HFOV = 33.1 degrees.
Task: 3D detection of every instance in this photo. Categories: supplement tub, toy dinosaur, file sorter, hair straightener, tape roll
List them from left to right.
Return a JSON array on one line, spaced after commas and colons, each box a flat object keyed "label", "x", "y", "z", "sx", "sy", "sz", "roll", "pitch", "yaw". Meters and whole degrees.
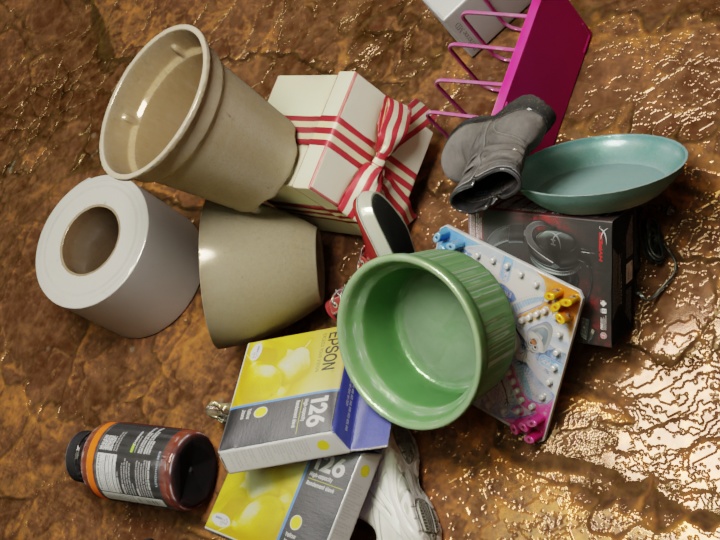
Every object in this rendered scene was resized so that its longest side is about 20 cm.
[{"label": "tape roll", "x": -0.344, "y": -0.019, "z": 1.734, "sx": 0.202, "sy": 0.139, "sz": 0.204, "roll": -11, "pitch": 65, "yaw": 26}, {"label": "supplement tub", "x": -0.297, "y": 0.256, "z": 1.612, "sx": 0.199, "sy": 0.107, "sz": 0.108, "roll": 2, "pitch": 71, "yaw": 31}, {"label": "toy dinosaur", "x": -0.105, "y": 0.155, "z": 1.584, "sx": 0.199, "sy": 0.047, "sz": 0.089, "roll": -8, "pitch": 69, "yaw": 22}, {"label": "file sorter", "x": 0.182, "y": -0.250, "z": 1.528, "sx": 0.125, "sy": 0.139, "sz": 0.201, "roll": 13, "pitch": 77, "yaw": 36}, {"label": "hair straightener", "x": 0.329, "y": -0.059, "z": 1.419, "sx": 0.077, "sy": 0.041, "sz": 0.201, "roll": -15, "pitch": 62, "yaw": 24}]

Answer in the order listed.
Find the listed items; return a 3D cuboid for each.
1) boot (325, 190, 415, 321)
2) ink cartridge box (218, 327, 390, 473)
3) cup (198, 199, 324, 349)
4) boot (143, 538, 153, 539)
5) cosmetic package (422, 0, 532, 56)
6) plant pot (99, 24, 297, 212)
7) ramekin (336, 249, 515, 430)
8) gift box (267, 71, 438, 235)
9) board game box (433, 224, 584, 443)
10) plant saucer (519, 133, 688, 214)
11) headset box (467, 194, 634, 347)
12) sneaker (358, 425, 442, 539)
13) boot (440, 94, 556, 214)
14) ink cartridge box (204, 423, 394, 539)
[{"label": "boot", "x": 0.000, "y": 0.000, "z": 1.501, "sx": 0.143, "sy": 0.201, "sz": 0.073, "roll": -11, "pitch": 31, "yaw": 27}, {"label": "ink cartridge box", "x": -0.057, "y": 0.146, "z": 1.455, "sx": 0.199, "sy": 0.047, "sz": 0.198, "roll": -14, "pitch": 32, "yaw": 17}, {"label": "cup", "x": -0.122, "y": -0.001, "z": 1.586, "sx": 0.142, "sy": 0.201, "sz": 0.202, "roll": -3, "pitch": 66, "yaw": 4}, {"label": "boot", "x": -0.249, "y": 0.392, "z": 1.544, "sx": 0.200, "sy": 0.070, "sz": 0.132, "roll": -40, "pitch": 52, "yaw": 7}, {"label": "cosmetic package", "x": 0.185, "y": -0.394, "z": 1.607, "sx": 0.200, "sy": 0.101, "sz": 0.071, "roll": -43, "pitch": 55, "yaw": 9}, {"label": "plant pot", "x": -0.184, "y": -0.165, "z": 1.472, "sx": 0.200, "sy": 0.183, "sz": 0.202, "roll": -25, "pitch": 51, "yaw": 36}, {"label": "ramekin", "x": 0.079, "y": 0.071, "z": 1.373, "sx": 0.199, "sy": 0.097, "sz": 0.201, "roll": 12, "pitch": 109, "yaw": 37}, {"label": "gift box", "x": -0.015, "y": -0.148, "z": 1.577, "sx": 0.186, "sy": 0.199, "sz": 0.186, "roll": 9, "pitch": 79, "yaw": 49}, {"label": "board game box", "x": 0.148, "y": 0.075, "z": 1.403, "sx": 0.199, "sy": 0.026, "sz": 0.201, "roll": 28, "pitch": 121, "yaw": 32}, {"label": "plant saucer", "x": 0.270, "y": -0.106, "z": 1.370, "sx": 0.199, "sy": 0.200, "sz": 0.036, "roll": 3, "pitch": 116, "yaw": 31}, {"label": "headset box", "x": 0.211, "y": -0.005, "z": 1.402, "sx": 0.199, "sy": 0.077, "sz": 0.150, "roll": 8, "pitch": 111, "yaw": 31}, {"label": "sneaker", "x": 0.023, "y": 0.254, "z": 1.447, "sx": 0.099, "sy": 0.078, "sz": 0.201, "roll": -28, "pitch": 58, "yaw": 21}, {"label": "boot", "x": 0.132, "y": -0.117, "z": 1.393, "sx": 0.132, "sy": 0.070, "sz": 0.200, "roll": -59, "pitch": 12, "yaw": -29}, {"label": "ink cartridge box", "x": -0.074, "y": 0.245, "z": 1.446, "sx": 0.197, "sy": 0.047, "sz": 0.201, "roll": 8, "pitch": 72, "yaw": 44}]
